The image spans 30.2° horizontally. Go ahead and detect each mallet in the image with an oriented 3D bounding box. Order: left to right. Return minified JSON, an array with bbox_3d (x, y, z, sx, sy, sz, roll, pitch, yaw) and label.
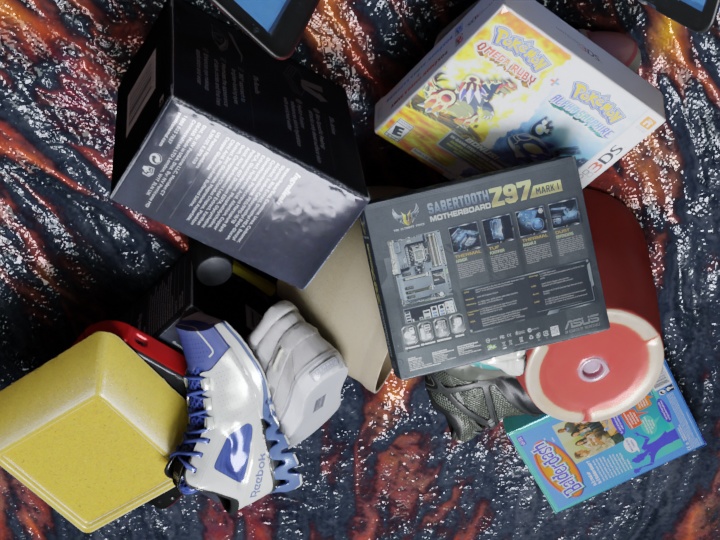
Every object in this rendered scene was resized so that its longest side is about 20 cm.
[{"bbox_3d":[-0.096,0.023,1.374,0.199,0.066,0.041,37,112,-28],"label":"mallet"}]

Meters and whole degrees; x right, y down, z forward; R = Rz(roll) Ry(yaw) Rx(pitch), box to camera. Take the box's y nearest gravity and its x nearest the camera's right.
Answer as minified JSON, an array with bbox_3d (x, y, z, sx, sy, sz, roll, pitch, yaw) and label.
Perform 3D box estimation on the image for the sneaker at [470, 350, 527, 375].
[{"bbox_3d":[0.106,0.033,1.302,0.078,0.200,0.079,1,113,-10],"label":"sneaker"}]

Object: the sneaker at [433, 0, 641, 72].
[{"bbox_3d":[0.161,-0.206,1.246,0.197,0.076,0.105,-13,131,6],"label":"sneaker"}]

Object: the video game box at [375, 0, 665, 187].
[{"bbox_3d":[0.144,-0.143,1.214,0.199,0.047,0.182,29,129,-24],"label":"video game box"}]

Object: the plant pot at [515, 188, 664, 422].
[{"bbox_3d":[0.218,0.045,1.366,0.197,0.178,0.203,-4,126,-5],"label":"plant pot"}]

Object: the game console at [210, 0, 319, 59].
[{"bbox_3d":[-0.071,-0.313,1.111,0.172,0.120,0.199,-35,123,26],"label":"game console"}]

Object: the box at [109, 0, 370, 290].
[{"bbox_3d":[-0.110,-0.116,1.196,0.198,0.198,0.118,25,118,-23],"label":"box"}]

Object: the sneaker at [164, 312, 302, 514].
[{"bbox_3d":[-0.140,0.151,1.270,0.114,0.080,0.202,-31,108,-26],"label":"sneaker"}]

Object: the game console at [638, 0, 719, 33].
[{"bbox_3d":[0.232,-0.322,1.151,0.168,0.119,0.202,3,124,-10],"label":"game console"}]

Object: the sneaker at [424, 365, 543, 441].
[{"bbox_3d":[0.163,0.140,1.484,0.196,0.077,0.115,13,125,-8],"label":"sneaker"}]

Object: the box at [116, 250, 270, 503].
[{"bbox_3d":[-0.164,0.113,1.404,0.182,0.105,0.199,-41,120,19],"label":"box"}]

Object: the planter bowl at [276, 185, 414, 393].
[{"bbox_3d":[0.000,0.000,1.313,0.133,0.200,0.202,25,122,8],"label":"planter bowl"}]

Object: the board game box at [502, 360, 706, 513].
[{"bbox_3d":[0.282,0.183,1.550,0.198,0.045,0.153,-26,124,10],"label":"board game box"}]

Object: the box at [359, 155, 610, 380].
[{"bbox_3d":[0.109,-0.004,1.185,0.197,0.051,0.160,-14,95,-6],"label":"box"}]

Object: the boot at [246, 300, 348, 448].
[{"bbox_3d":[-0.069,0.100,1.305,0.073,0.096,0.201,-29,162,-26],"label":"boot"}]

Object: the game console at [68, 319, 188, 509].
[{"bbox_3d":[-0.225,0.147,1.343,0.199,0.031,0.177,33,120,-25],"label":"game console"}]

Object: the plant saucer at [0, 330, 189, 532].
[{"bbox_3d":[-0.261,0.176,1.313,0.198,0.049,0.200,-30,125,19],"label":"plant saucer"}]
